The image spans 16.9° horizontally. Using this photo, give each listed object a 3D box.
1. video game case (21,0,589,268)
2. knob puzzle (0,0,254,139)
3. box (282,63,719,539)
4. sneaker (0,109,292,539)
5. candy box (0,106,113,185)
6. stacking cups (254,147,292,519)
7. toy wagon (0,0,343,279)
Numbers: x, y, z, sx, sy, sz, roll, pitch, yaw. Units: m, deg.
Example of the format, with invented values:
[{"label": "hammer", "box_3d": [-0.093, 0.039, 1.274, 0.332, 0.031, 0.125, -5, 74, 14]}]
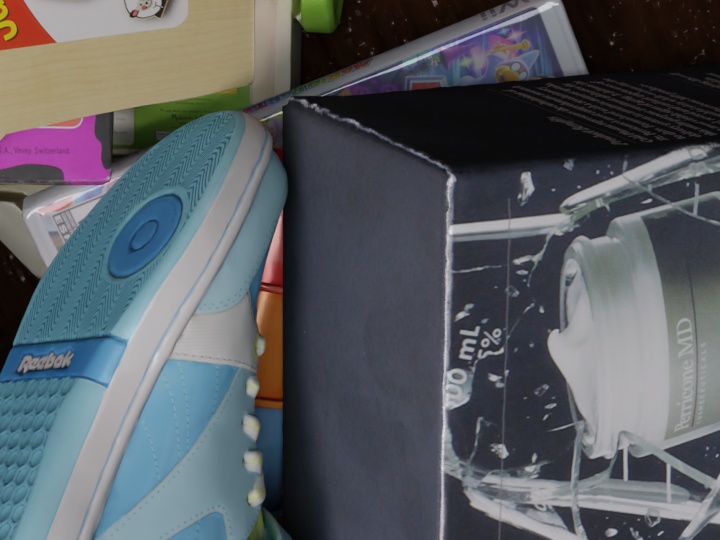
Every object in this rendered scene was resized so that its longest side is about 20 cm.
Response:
[{"label": "video game case", "box_3d": [0.000, 0.000, 0.860, 0.200, 0.018, 0.143, -22, 114, 4]}, {"label": "knob puzzle", "box_3d": [-0.130, -0.126, 0.728, 0.219, 0.030, 0.220, -11, 122, -18]}, {"label": "box", "box_3d": [0.084, 0.042, 0.793, 0.196, 0.124, 0.200, -7, 106, -24]}, {"label": "sneaker", "box_3d": [-0.050, 0.059, 0.771, 0.131, 0.080, 0.200, 35, 73, -30]}, {"label": "candy box", "box_3d": [-0.150, -0.129, 0.788, 0.136, 0.061, 0.200, 0, 96, -19]}, {"label": "stacking cups", "box_3d": [-0.050, 0.056, 0.830, 0.060, 0.061, 0.200, 12, 98, 5]}, {"label": "toy wagon", "box_3d": [-0.083, -0.094, 0.871, 0.155, 0.040, 0.200, 3, 104, 8]}]
